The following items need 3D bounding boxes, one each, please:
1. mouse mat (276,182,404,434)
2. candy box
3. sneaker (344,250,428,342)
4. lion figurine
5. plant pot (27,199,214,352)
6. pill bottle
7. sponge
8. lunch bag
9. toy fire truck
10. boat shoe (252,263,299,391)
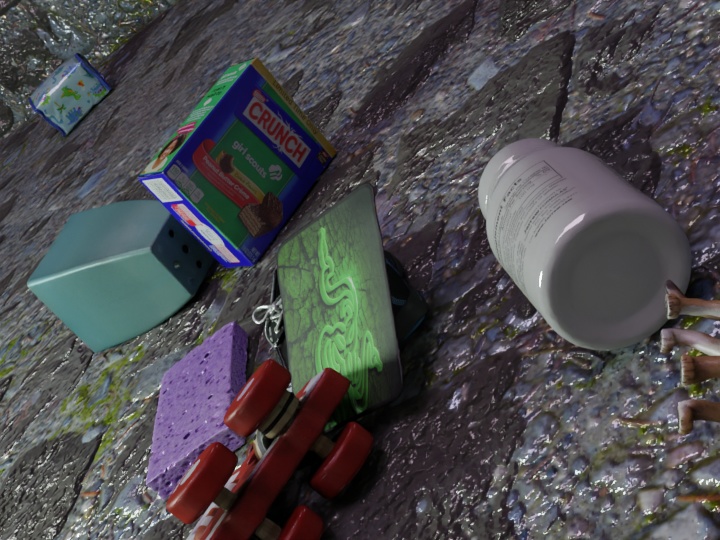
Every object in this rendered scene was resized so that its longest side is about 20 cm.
[{"bbox_3d":[-0.023,0.039,1.070,0.161,0.008,0.200,-33,58,46],"label":"mouse mat"},{"bbox_3d":[-0.148,-0.132,1.492,0.077,0.169,0.200,-2,48,52],"label":"candy box"},{"bbox_3d":[0.000,0.000,1.157,0.073,0.082,0.200,-46,24,-4],"label":"sneaker"},{"bbox_3d":[0.243,0.053,0.702,0.122,0.073,0.200,-2,29,8],"label":"lion figurine"},{"bbox_3d":[-0.295,-0.004,1.572,0.200,0.141,0.141,-15,37,36],"label":"plant pot"},{"bbox_3d":[0.159,-0.031,0.916,0.114,0.114,0.200,-41,24,7],"label":"pill bottle"},{"bbox_3d":[-0.168,0.141,1.260,0.112,0.030,0.200,-37,25,16],"label":"sponge"},{"bbox_3d":[-0.706,-0.433,2.902,0.170,0.127,0.200,-45,34,-1],"label":"lunch bag"},{"bbox_3d":[-0.087,0.173,1.007,0.200,0.112,0.168,-56,8,-27],"label":"toy fire truck"},{"bbox_3d":[-0.064,0.049,1.195,0.074,0.068,0.199,-34,26,23],"label":"boat shoe"}]
